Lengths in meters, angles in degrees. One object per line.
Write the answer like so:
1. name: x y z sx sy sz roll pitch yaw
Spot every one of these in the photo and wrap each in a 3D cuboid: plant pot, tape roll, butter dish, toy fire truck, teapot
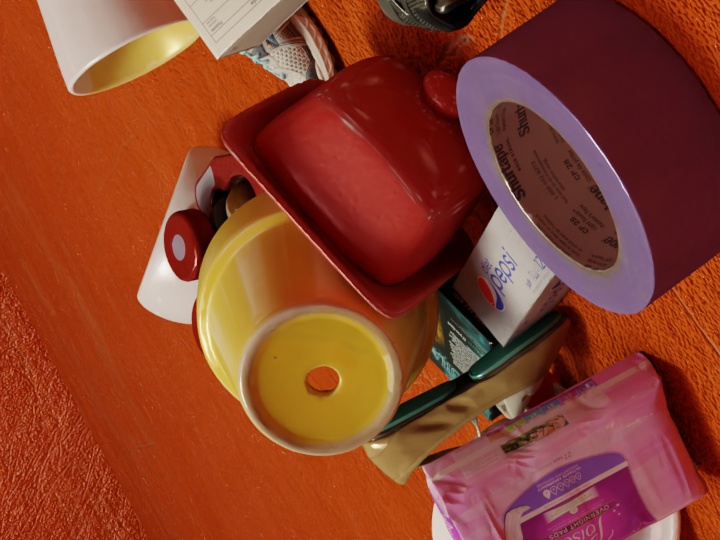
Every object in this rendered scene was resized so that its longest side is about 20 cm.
1. plant pot: -0.033 0.051 1.705 0.201 0.200 0.189 62 -172 -20
2. tape roll: 0.157 -0.076 1.409 0.200 0.085 0.200 48 162 21
3. butter dish: 0.027 -0.093 1.635 0.200 0.199 0.148 47 119 4
4. toy fire truck: -0.083 -0.020 1.894 0.168 0.112 0.201 -47 59 50
5. teapot: -0.135 -0.025 2.189 0.146 0.200 0.198 20 126 -5

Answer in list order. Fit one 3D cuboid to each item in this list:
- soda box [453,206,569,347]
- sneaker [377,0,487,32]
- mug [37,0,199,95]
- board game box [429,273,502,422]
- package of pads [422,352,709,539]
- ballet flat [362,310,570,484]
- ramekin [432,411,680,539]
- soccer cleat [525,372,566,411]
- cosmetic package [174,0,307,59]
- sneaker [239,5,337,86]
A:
1. soda box: 0.131 -0.011 1.635 0.068 0.063 0.200 51 163 10
2. sneaker: 0.032 -0.244 1.456 0.114 0.076 0.200 29 152 52
3. mug: -0.254 -0.266 2.078 0.154 0.149 0.187 62 157 5
4. board game box: 0.065 0.032 1.945 0.200 0.028 0.135 46 159 28
5. package of pads: 0.160 0.163 1.648 0.121 0.200 0.076 63 176 -24
6. ballet flat: 0.096 0.106 1.741 0.063 0.200 0.069 57 -173 -10
7. ramekin: 0.156 0.214 1.771 0.201 0.200 0.098 64 169 -26
8. soccer cleat: 0.151 0.147 1.873 0.085 0.069 0.200 35 159 39
9. cosmetic package: -0.125 -0.284 1.727 0.103 0.073 0.200 -37 86 29
10. sneaker: -0.094 -0.210 1.831 0.200 0.086 0.078 60 163 -14
